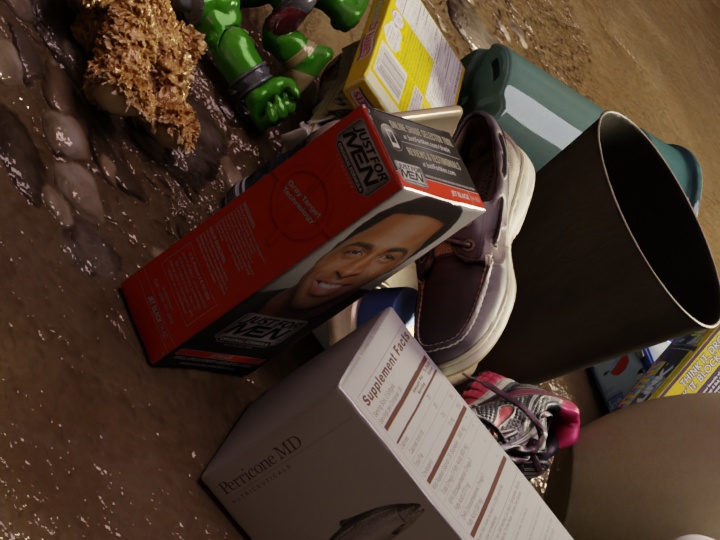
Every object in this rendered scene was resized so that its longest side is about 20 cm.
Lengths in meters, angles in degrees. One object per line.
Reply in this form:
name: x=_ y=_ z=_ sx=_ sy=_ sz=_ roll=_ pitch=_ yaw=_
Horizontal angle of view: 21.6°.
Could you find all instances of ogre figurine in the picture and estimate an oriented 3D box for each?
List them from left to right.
ogre figurine: x=-0.063 y=-0.209 z=1.438 sx=0.120 sy=0.098 sz=0.200 roll=42 pitch=71 yaw=-14

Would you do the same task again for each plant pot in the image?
plant pot: x=0.143 y=-0.073 z=1.557 sx=0.196 sy=0.200 sz=0.201 roll=35 pitch=30 yaw=-22
plant pot: x=0.207 y=0.179 z=1.383 sx=0.134 sy=0.201 sz=0.201 roll=11 pitch=36 yaw=-4

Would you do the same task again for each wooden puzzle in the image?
wooden puzzle: x=0.036 y=-0.006 z=1.265 sx=0.185 sy=0.046 sz=0.201 roll=-14 pitch=104 yaw=-58

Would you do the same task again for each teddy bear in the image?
teddy bear: x=-0.151 y=-0.171 z=1.279 sx=0.145 sy=0.067 sz=0.201 roll=40 pitch=29 yaw=-34

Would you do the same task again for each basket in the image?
basket: x=0.147 y=0.008 z=1.422 sx=0.136 sy=0.200 sz=0.181 roll=10 pitch=54 yaw=-53

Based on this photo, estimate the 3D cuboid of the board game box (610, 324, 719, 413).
board game box: x=0.302 y=0.140 z=1.573 sx=0.165 sy=0.200 sz=0.057 roll=48 pitch=-17 yaw=-13

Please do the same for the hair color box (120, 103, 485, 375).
hair color box: x=-0.035 y=-0.014 z=1.131 sx=0.101 sy=0.200 sz=0.061 roll=10 pitch=49 yaw=-56

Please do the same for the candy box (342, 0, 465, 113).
candy box: x=0.036 y=-0.147 z=1.441 sx=0.102 sy=0.026 sz=0.200 roll=57 pitch=24 yaw=-23

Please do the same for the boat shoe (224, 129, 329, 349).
boat shoe: x=0.000 y=0.000 z=1.309 sx=0.200 sy=0.091 sz=0.071 roll=50 pitch=25 yaw=-12

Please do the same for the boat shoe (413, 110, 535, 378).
boat shoe: x=0.064 y=-0.021 z=1.213 sx=0.065 sy=0.072 sz=0.201 roll=53 pitch=41 yaw=-34

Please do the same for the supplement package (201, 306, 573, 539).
supplement package: x=0.022 y=0.147 z=1.136 sx=0.200 sy=0.117 sz=0.117 roll=51 pitch=27 yaw=-8

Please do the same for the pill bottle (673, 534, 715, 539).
pill bottle: x=0.205 y=0.245 z=1.242 sx=0.116 sy=0.200 sz=0.116 roll=40 pitch=29 yaw=-28

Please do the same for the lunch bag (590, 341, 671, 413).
lunch bag: x=0.285 y=0.120 z=1.694 sx=0.200 sy=0.075 sz=0.161 roll=33 pitch=30 yaw=-41

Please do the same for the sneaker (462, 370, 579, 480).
sneaker: x=0.089 y=0.122 z=1.293 sx=0.200 sy=0.074 sz=0.081 roll=-39 pitch=134 yaw=-58

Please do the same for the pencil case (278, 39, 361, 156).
pencil case: x=-0.010 y=-0.105 z=1.434 sx=0.200 sy=0.077 sz=0.090 roll=-69 pitch=148 yaw=-60
